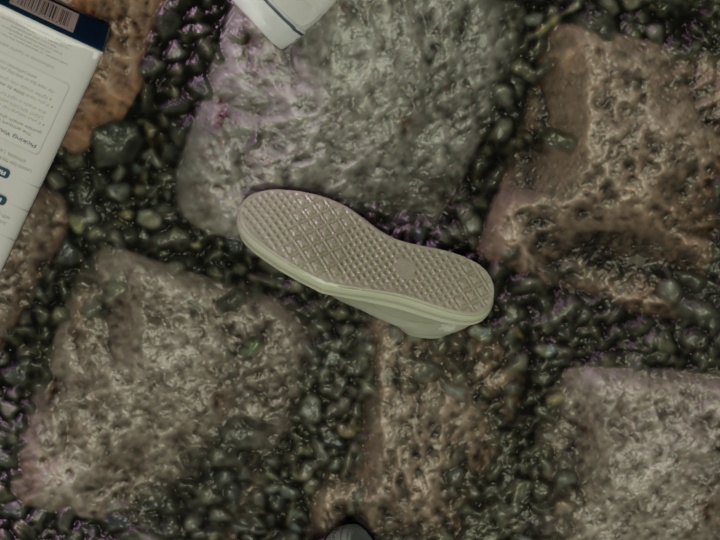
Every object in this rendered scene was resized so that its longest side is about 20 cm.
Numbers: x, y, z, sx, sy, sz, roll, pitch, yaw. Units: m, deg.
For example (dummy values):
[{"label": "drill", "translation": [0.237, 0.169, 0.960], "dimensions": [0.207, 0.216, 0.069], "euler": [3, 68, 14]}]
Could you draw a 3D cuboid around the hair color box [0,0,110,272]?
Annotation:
[{"label": "hair color box", "translation": [-0.263, -0.100, 1.496], "dimensions": [0.099, 0.061, 0.201], "euler": [25, 112, -11]}]

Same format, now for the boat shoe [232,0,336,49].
[{"label": "boat shoe", "translation": [-0.092, -0.243, 1.432], "dimensions": [0.065, 0.074, 0.200], "euler": [-38, 120, 11]}]

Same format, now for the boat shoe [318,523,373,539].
[{"label": "boat shoe", "translation": [0.018, 0.290, 1.681], "dimensions": [0.066, 0.074, 0.201], "euler": [-24, 104, 27]}]

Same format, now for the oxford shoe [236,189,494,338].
[{"label": "oxford shoe", "translation": [0.000, 0.000, 1.544], "dimensions": [0.199, 0.076, 0.058], "euler": [20, 150, -7]}]
